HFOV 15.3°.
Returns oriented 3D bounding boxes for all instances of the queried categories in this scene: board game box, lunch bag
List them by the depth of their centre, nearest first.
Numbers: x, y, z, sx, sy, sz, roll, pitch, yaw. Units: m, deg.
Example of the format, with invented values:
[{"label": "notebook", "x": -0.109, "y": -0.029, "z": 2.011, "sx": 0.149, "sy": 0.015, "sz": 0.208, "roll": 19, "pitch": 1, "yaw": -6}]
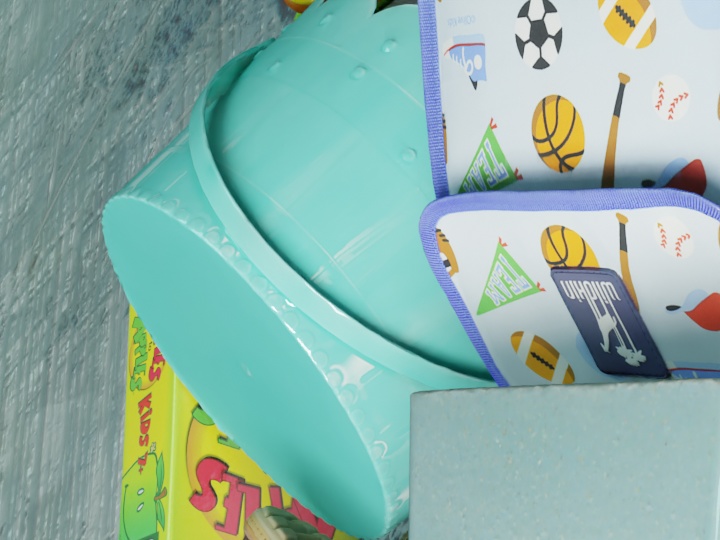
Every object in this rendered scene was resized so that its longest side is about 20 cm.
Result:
[{"label": "lunch bag", "x": 0.108, "y": -0.045, "z": 0.931, "sx": 0.169, "sy": 0.123, "sz": 0.202, "roll": -1, "pitch": 93, "yaw": 50}, {"label": "board game box", "x": -0.052, "y": 0.056, "z": 1.204, "sx": 0.048, "sy": 0.101, "sz": 0.202, "roll": -26, "pitch": 56, "yaw": 50}]

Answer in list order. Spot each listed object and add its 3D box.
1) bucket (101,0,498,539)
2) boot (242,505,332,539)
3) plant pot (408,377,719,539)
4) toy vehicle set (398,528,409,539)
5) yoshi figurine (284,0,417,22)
[{"label": "bucket", "x": 0.000, "y": 0.000, "z": 1.095, "sx": 0.135, "sy": 0.208, "sz": 0.207, "roll": -40, "pitch": 19, "yaw": -19}, {"label": "boot", "x": -0.035, "y": 0.209, "z": 1.022, "sx": 0.166, "sy": 0.072, "sz": 0.200, "roll": -45, "pitch": 57, "yaw": 15}, {"label": "plant pot", "x": 0.130, "y": 0.151, "z": 0.865, "sx": 0.196, "sy": 0.195, "sz": 0.202, "roll": -8, "pitch": 72, "yaw": 60}, {"label": "toy vehicle set", "x": 0.060, "y": 0.120, "z": 1.139, "sx": 0.200, "sy": 0.026, "sz": 0.124, "roll": -49, "pitch": 18, "yaw": 11}, {"label": "yoshi figurine", "x": 0.008, "y": -0.092, "z": 1.310, "sx": 0.200, "sy": 0.111, "sz": 0.113, "roll": 35, "pitch": -107, "yaw": -72}]
